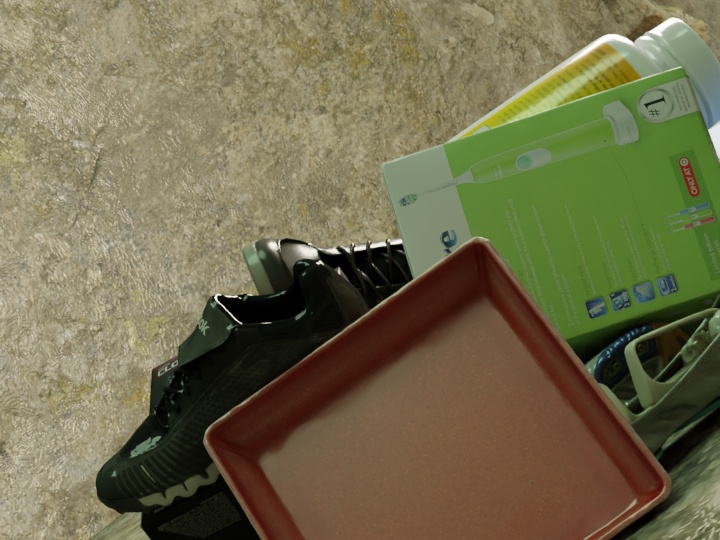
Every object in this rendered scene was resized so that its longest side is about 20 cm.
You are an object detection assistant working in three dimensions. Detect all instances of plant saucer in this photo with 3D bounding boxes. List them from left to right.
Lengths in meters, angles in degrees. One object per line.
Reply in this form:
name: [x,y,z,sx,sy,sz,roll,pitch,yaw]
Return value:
plant saucer: [0.041,0.110,1.179,0.199,0.200,0.037,-36,-33,0]

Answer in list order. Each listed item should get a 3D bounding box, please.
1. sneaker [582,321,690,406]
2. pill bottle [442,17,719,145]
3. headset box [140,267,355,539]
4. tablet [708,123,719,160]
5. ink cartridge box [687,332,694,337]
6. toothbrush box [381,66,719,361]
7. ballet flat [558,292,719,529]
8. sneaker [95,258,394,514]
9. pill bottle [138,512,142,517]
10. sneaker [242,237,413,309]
sneaker: [0.117,0.106,1.297,0.200,0.075,0.088,-27,-8,-15]
pill bottle: [0.152,-0.085,1.461,0.200,0.109,0.109,-34,2,-5]
headset box: [-0.054,0.095,1.350,0.149,0.077,0.200,-29,25,11]
tablet: [0.270,-0.088,1.463,0.130,0.014,0.200,-30,9,16]
ink cartridge box: [0.244,-0.016,1.481,0.200,0.085,0.146,-39,9,-26]
toothbrush box: [0.130,-0.020,1.340,0.199,0.146,0.086,-18,-18,2]
ballet flat: [0.156,0.078,1.216,0.200,0.064,0.067,-37,3,-21]
sneaker: [-0.081,0.060,1.249,0.200,0.091,0.066,-33,26,1]
pill bottle: [-0.050,0.135,1.483,0.200,0.111,0.111,-36,2,-3]
sneaker: [0.000,0.000,1.484,0.106,0.075,0.200,-28,-20,16]
